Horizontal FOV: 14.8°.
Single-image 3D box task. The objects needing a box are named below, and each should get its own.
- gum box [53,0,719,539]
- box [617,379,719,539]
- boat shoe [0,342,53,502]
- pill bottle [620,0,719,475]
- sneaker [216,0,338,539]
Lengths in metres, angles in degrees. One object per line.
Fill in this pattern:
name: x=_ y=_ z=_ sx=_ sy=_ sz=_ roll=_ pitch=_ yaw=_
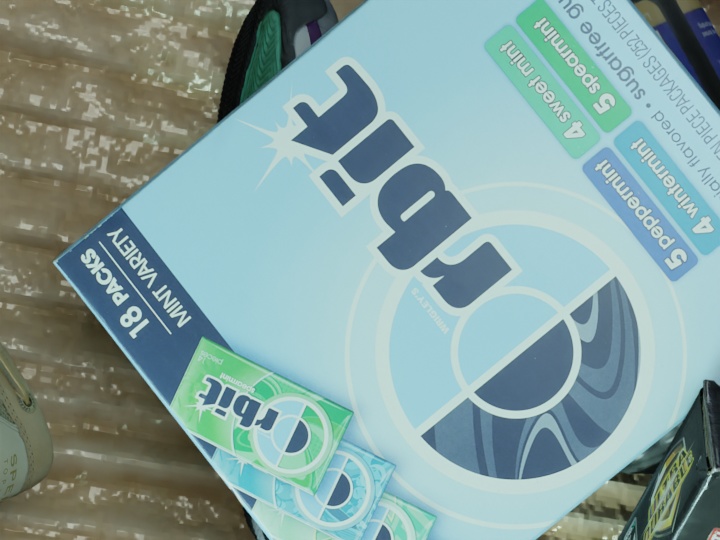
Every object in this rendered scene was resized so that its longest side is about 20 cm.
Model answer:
gum box: x=0.030 y=0.000 z=0.904 sx=0.200 sy=0.045 sz=0.170 roll=-39 pitch=88 yaw=5
box: x=0.167 y=0.145 z=0.926 sx=0.197 sy=0.201 sz=0.050 roll=16 pitch=36 yaw=-9
boat shoe: x=-0.176 y=-0.002 z=0.937 sx=0.064 sy=0.071 sz=0.201 roll=-19 pitch=73 yaw=-51
pill bottle: x=0.108 y=0.000 z=0.975 sx=0.111 sy=0.112 sz=0.201 roll=-27 pitch=86 yaw=-17
sneaker: x=0.000 y=0.000 z=0.979 sx=0.087 sy=0.074 sz=0.202 roll=-2 pitch=90 yaw=-24
